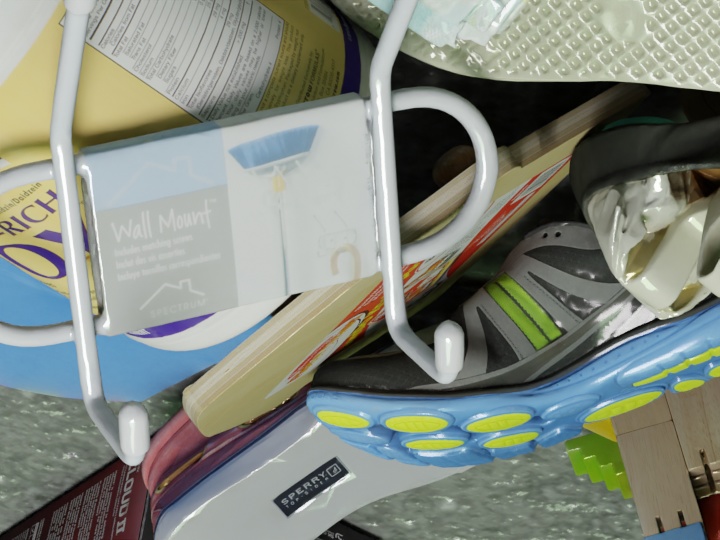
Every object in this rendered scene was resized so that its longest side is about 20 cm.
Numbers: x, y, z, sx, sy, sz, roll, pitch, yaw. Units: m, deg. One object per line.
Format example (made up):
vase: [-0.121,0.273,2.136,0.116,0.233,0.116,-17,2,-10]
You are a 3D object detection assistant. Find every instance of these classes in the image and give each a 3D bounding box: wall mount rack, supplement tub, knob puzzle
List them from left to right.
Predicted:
supplement tub: [-0.105,-0.075,0.857,0.200,0.146,0.145,34,137,-32]
wall mount rack: [-0.034,-0.035,0.778,0.200,0.075,0.174,-13,116,-20]
knob puzzle: [0.000,0.000,0.940,0.030,0.220,0.220,53,138,7]

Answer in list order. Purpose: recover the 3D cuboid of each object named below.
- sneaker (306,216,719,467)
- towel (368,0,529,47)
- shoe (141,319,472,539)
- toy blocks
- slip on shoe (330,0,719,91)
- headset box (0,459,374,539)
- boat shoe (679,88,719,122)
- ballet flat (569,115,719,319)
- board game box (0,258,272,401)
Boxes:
sneaker: [0.073,0.024,0.993,0.199,0.083,0.071,-20,156,2]
towel: [0.009,-0.176,0.757,0.200,0.048,0.171,36,134,-12]
shoe: [-0.013,0.066,1.104,0.200,0.091,0.072,-33,120,4]
toy blocks: [0.152,0.118,1.066,0.100,0.137,0.200,-17,144,6]
slip on shoe: [0.074,-0.107,0.855,0.200,0.061,0.074,10,123,16]
headset box: [-0.094,0.171,1.252,0.149,0.075,0.200,28,139,-27]
boat shoe: [0.217,-0.047,0.882,0.201,0.072,0.066,14,167,30]
ballet flat: [0.124,-0.023,0.860,0.068,0.068,0.200,37,159,-18]
board game box: [-0.123,-0.004,1.054,0.158,0.039,0.200,25,146,-31]
